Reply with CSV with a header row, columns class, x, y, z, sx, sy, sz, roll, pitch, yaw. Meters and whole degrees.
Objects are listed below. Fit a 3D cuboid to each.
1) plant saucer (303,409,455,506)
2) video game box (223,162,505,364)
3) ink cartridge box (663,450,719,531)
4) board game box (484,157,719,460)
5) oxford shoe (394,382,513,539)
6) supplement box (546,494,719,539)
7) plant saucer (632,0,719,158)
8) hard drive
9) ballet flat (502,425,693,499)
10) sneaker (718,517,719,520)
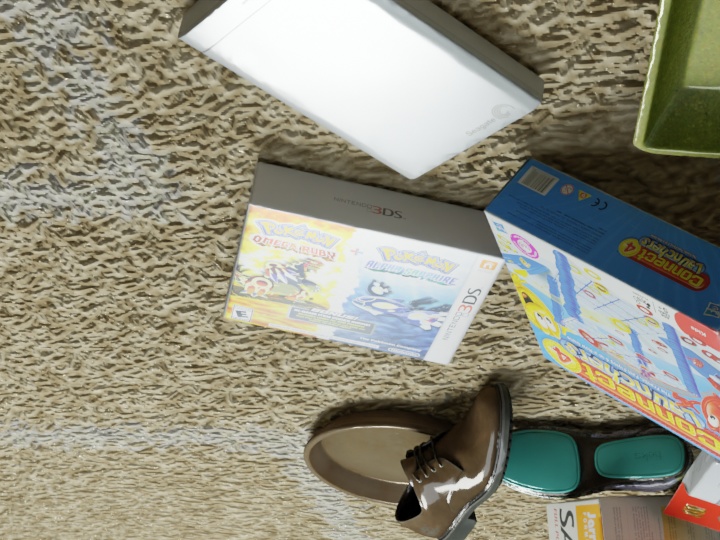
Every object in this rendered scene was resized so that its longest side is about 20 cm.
class,x,y,z,sx,sy,sz,roll,pitch,yaw
plant saucer,0.042,0.192,1.407,0.200,0.030,0.200,7,149,4
video game box,0.000,0.000,1.089,0.200,0.047,0.182,12,146,-5
ink cartridge box,0.359,0.213,1.192,0.160,0.047,0.200,17,148,6
board game box,0.200,0.034,0.976,0.200,0.056,0.196,31,160,37
oxford shoe,0.085,0.183,1.293,0.084,0.073,0.200,13,124,-15
supplement box,0.279,0.284,1.341,0.200,0.126,0.073,7,164,-38
plant saucer,0.268,-0.139,0.791,0.200,0.048,0.200,4,149,6
hard drive,0.001,-0.136,0.884,0.200,0.027,0.132,28,144,-30
ballet flat,0.220,0.186,1.320,0.200,0.072,0.072,-3,147,20
sneaker,0.401,0.188,1.269,0.112,0.071,0.200,11,147,2
